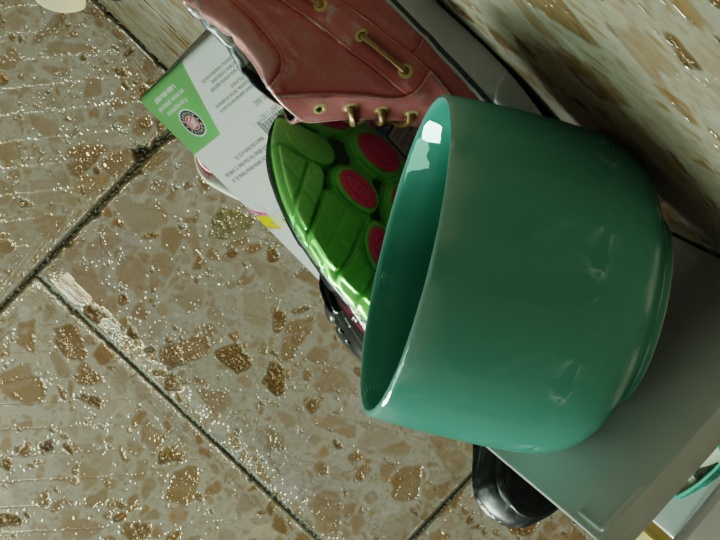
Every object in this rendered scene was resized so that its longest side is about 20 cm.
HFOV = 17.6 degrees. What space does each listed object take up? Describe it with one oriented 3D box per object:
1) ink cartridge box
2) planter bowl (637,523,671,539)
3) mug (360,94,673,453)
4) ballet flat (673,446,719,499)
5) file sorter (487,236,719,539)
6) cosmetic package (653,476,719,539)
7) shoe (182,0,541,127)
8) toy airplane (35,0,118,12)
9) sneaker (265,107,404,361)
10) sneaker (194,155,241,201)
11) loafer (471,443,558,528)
[{"bbox_3d":[-0.005,-0.070,1.282,0.200,0.084,0.145,45,153,-8],"label":"ink cartridge box"},{"bbox_3d":[0.265,0.198,1.905,0.200,0.083,0.200,43,178,2],"label":"planter bowl"},{"bbox_3d":[0.073,0.001,1.072,0.114,0.152,0.185,13,-163,-7],"label":"mug"},{"bbox_3d":[0.187,0.095,1.326,0.067,0.070,0.200,52,170,13],"label":"ballet flat"},{"bbox_3d":[0.161,0.081,1.124,0.124,0.139,0.200,42,178,-21],"label":"file sorter"},{"bbox_3d":[0.172,0.090,1.510,0.200,0.071,0.101,41,-167,31],"label":"cosmetic package"},{"bbox_3d":[0.007,-0.095,1.145,0.200,0.091,0.071,45,177,-18],"label":"shoe"},{"bbox_3d":[-0.206,-0.248,1.408,0.199,0.141,0.200,32,148,-21],"label":"toy airplane"},{"bbox_3d":[0.000,0.000,1.207,0.084,0.077,0.200,3,131,49],"label":"sneaker"},{"bbox_3d":[-0.066,-0.114,1.412,0.200,0.104,0.075,58,146,30],"label":"sneaker"},{"bbox_3d":[0.093,0.080,1.297,0.068,0.070,0.201,46,-148,-14],"label":"loafer"}]
